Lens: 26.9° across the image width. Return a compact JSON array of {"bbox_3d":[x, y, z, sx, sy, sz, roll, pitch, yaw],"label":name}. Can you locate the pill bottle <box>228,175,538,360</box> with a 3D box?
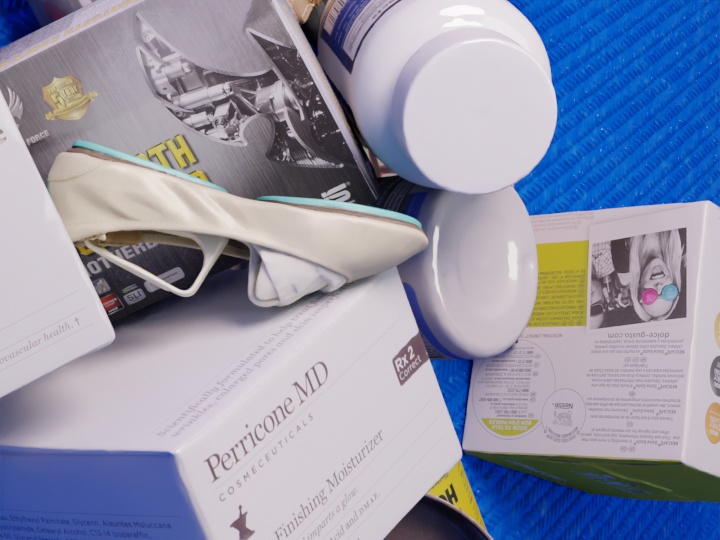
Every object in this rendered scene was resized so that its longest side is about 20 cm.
[{"bbox_3d":[0.000,0.000,0.938,0.114,0.199,0.114,4,84,-49],"label":"pill bottle"}]

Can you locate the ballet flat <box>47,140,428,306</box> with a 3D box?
[{"bbox_3d":[-0.066,-0.014,0.783,0.069,0.199,0.070,-167,-90,-87],"label":"ballet flat"}]

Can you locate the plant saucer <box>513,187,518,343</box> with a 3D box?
[{"bbox_3d":[0.095,-0.071,1.105,0.200,0.037,0.200,77,13,-66],"label":"plant saucer"}]

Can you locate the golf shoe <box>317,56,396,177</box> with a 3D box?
[{"bbox_3d":[0.000,-0.076,1.060,0.088,0.077,0.200,-55,143,3],"label":"golf shoe"}]

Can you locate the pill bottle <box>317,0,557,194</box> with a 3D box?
[{"bbox_3d":[0.043,-0.111,0.850,0.110,0.200,0.111,-4,111,-10],"label":"pill bottle"}]

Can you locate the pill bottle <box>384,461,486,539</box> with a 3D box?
[{"bbox_3d":[0.023,0.167,1.018,0.112,0.112,0.201,-41,117,-44],"label":"pill bottle"}]

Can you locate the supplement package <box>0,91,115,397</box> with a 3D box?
[{"bbox_3d":[-0.219,-0.038,0.715,0.117,0.117,0.201,-28,111,-17],"label":"supplement package"}]

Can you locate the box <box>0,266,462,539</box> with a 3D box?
[{"bbox_3d":[-0.087,0.099,0.824,0.199,0.199,0.131,-41,117,-45],"label":"box"}]

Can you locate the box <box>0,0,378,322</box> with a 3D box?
[{"bbox_3d":[-0.112,-0.070,0.819,0.048,0.199,0.159,-97,161,-61],"label":"box"}]

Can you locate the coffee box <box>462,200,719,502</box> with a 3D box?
[{"bbox_3d":[0.225,0.073,1.200,0.199,0.199,0.199,23,70,-47],"label":"coffee box"}]

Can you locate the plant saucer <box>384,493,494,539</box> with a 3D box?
[{"bbox_3d":[0.002,0.218,0.960,0.032,0.199,0.201,-96,165,-70],"label":"plant saucer"}]

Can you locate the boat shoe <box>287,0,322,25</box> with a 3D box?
[{"bbox_3d":[-0.043,-0.199,0.932,0.200,0.069,0.074,-96,165,-60],"label":"boat shoe"}]

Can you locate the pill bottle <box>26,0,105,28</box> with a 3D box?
[{"bbox_3d":[-0.130,-0.156,0.864,0.111,0.110,0.200,-48,122,-41],"label":"pill bottle"}]

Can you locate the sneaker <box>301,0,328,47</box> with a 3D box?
[{"bbox_3d":[0.022,-0.187,1.078,0.075,0.084,0.200,-64,171,23],"label":"sneaker"}]
